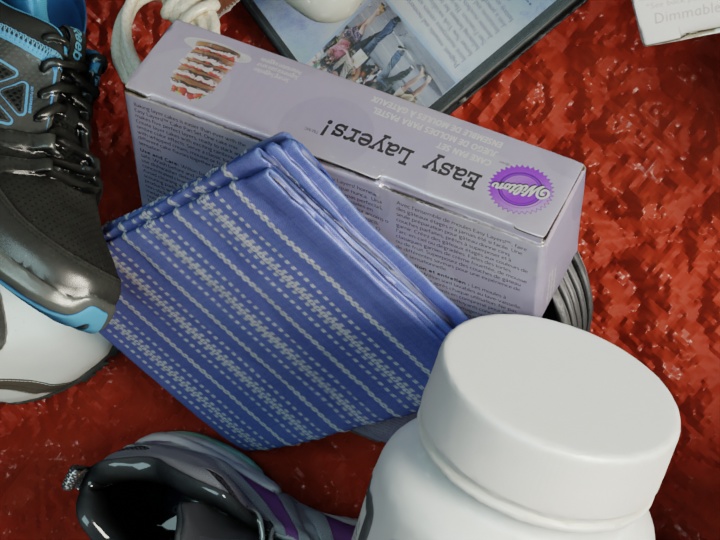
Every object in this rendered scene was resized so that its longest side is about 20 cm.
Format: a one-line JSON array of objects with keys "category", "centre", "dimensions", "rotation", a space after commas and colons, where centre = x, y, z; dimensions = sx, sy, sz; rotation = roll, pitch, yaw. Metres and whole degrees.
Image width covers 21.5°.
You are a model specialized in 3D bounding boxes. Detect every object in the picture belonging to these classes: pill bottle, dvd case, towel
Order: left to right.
[{"category": "towel", "centre": [-0.042, 0.017, 0.811], "dimensions": [0.145, 0.024, 0.199], "rotation": [44, 146, -20]}, {"category": "dvd case", "centre": [0.040, -0.162, 0.887], "dimensions": [0.200, 0.018, 0.143], "rotation": [-39, 78, 11]}, {"category": "pill bottle", "centre": [0.048, 0.127, 0.741], "dimensions": [0.112, 0.113, 0.202], "rotation": [26, 119, 16]}]

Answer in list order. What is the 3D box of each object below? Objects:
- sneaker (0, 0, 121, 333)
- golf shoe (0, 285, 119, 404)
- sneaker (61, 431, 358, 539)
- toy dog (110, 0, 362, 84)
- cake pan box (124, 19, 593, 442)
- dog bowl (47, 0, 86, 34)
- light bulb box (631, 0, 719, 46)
[{"category": "sneaker", "centre": [-0.143, -0.063, 0.801], "dimensions": [0.082, 0.073, 0.201], "rotation": [-38, 59, 10]}, {"category": "golf shoe", "centre": [-0.205, 0.031, 0.913], "dimensions": [0.198, 0.094, 0.079], "rotation": [-14, 83, 14]}, {"category": "sneaker", "centre": [-0.044, 0.136, 0.834], "dimensions": [0.198, 0.140, 0.078], "rotation": [22, 94, 17]}, {"category": "toy dog", "centre": [-0.080, -0.170, 0.882], "dimensions": [0.131, 0.096, 0.201], "rotation": [-35, 75, 4]}, {"category": "cake pan box", "centre": [0.000, 0.000, 0.813], "dimensions": [0.198, 0.185, 0.053], "rotation": [20, 56, 18]}, {"category": "dog bowl", "centre": [-0.208, -0.069, 0.897], "dimensions": [0.111, 0.050, 0.200], "rotation": [28, 64, 21]}, {"category": "light bulb box", "centre": [0.191, -0.213, 0.740], "dimensions": [0.196, 0.125, 0.201], "rotation": [-8, 47, 17]}]
